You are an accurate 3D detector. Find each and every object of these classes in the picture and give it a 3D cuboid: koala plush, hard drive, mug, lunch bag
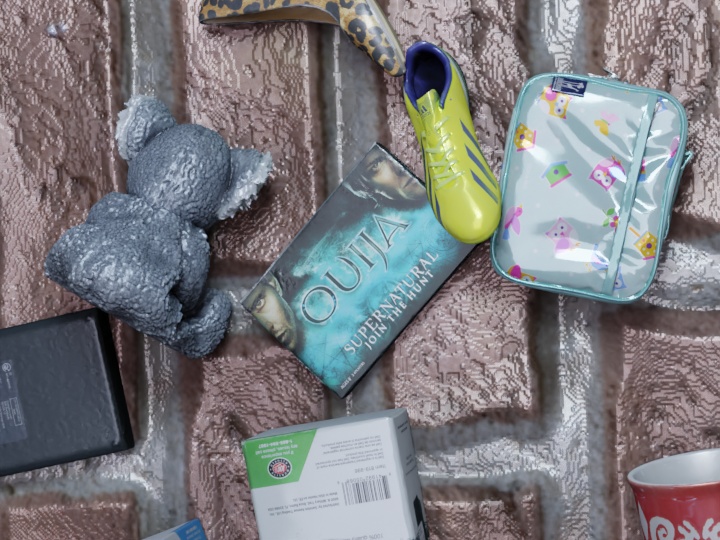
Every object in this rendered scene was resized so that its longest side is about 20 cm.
[{"bbox_3d":[-0.178,-0.048,1.441,0.177,0.184,0.201,29,85,10],"label":"koala plush"},{"bbox_3d":[-0.328,0.124,1.537,0.199,0.033,0.141,-13,89,12],"label":"hard drive"},{"bbox_3d":[0.330,0.261,1.350,0.176,0.133,0.201,-9,93,14],"label":"mug"},{"bbox_3d":[0.204,-0.076,1.393,0.159,0.077,0.201,12,95,13],"label":"lunch bag"}]

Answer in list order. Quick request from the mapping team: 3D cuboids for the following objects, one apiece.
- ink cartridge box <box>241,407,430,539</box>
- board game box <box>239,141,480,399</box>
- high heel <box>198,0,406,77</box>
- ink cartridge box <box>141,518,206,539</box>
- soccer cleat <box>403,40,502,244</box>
[{"bbox_3d":[-0.014,0.238,1.445,0.146,0.083,0.201,-10,89,12],"label":"ink cartridge box"},{"bbox_3d":[0.000,0.000,1.465,0.135,0.028,0.200,42,99,7],"label":"board game box"},{"bbox_3d":[-0.054,-0.217,1.443,0.142,0.071,0.200,-37,66,5],"label":"high heel"},{"bbox_3d":[-0.196,0.357,1.456,0.145,0.147,0.201,-22,87,11],"label":"ink cartridge box"},{"bbox_3d":[0.073,-0.113,1.381,0.064,0.084,0.201,-21,56,15],"label":"soccer cleat"}]
